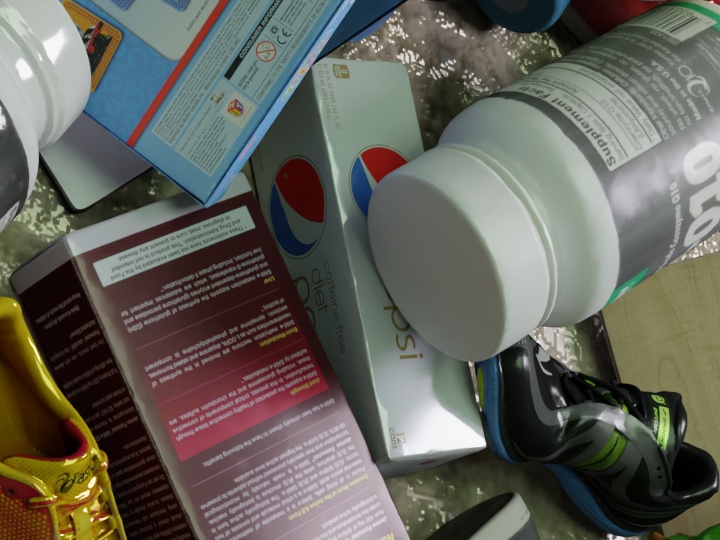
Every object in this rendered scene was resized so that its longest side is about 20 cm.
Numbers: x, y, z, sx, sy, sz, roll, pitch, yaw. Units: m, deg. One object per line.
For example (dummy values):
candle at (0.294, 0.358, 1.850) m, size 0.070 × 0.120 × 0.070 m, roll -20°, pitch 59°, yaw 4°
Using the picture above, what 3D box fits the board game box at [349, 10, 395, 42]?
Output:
board game box at (-0.054, -0.210, 0.908) m, size 0.199 × 0.039 × 0.160 m, roll 29°, pitch 56°, yaw -35°

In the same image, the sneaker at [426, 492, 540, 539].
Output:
sneaker at (0.040, 0.195, 0.799) m, size 0.199 × 0.075 × 0.107 m, roll -32°, pitch 92°, yaw -42°

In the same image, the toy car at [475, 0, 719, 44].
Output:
toy car at (0.199, -0.207, 0.997) m, size 0.177 × 0.199 × 0.185 m, roll 46°, pitch 51°, yaw -14°

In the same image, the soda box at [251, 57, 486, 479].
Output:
soda box at (0.000, 0.000, 0.847) m, size 0.063 × 0.068 × 0.202 m, roll -2°, pitch 74°, yaw -37°

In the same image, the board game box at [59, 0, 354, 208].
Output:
board game box at (-0.102, -0.149, 0.744) m, size 0.199 × 0.152 × 0.037 m, roll 37°, pitch 14°, yaw 0°

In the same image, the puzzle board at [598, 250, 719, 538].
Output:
puzzle board at (0.229, 0.086, 0.966) m, size 0.149 × 0.017 × 0.202 m, roll -15°, pitch 86°, yaw 1°

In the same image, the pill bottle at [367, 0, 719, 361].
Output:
pill bottle at (0.106, -0.044, 0.817) m, size 0.199 × 0.113 × 0.114 m, roll -30°, pitch 92°, yaw -29°

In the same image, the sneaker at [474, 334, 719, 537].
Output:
sneaker at (0.121, 0.075, 0.878) m, size 0.199 × 0.082 × 0.071 m, roll 38°, pitch 39°, yaw -42°

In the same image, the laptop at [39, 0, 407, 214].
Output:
laptop at (-0.089, -0.162, 0.763) m, size 0.199 × 0.116 × 0.188 m, roll -33°, pitch 94°, yaw -15°

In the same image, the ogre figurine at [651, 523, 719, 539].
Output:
ogre figurine at (0.206, 0.187, 0.898) m, size 0.120 × 0.199 × 0.098 m, roll 52°, pitch 8°, yaw -15°

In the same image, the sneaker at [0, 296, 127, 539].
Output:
sneaker at (-0.129, 0.106, 0.697) m, size 0.073 × 0.077 × 0.201 m, roll -40°, pitch 109°, yaw -41°

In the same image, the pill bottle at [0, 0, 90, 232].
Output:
pill bottle at (-0.200, -0.038, 0.675) m, size 0.116 × 0.116 × 0.200 m, roll 47°, pitch 51°, yaw -14°

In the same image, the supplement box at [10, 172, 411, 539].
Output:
supplement box at (-0.065, 0.069, 0.776) m, size 0.108 × 0.061 × 0.202 m, roll -22°, pitch 86°, yaw -41°
